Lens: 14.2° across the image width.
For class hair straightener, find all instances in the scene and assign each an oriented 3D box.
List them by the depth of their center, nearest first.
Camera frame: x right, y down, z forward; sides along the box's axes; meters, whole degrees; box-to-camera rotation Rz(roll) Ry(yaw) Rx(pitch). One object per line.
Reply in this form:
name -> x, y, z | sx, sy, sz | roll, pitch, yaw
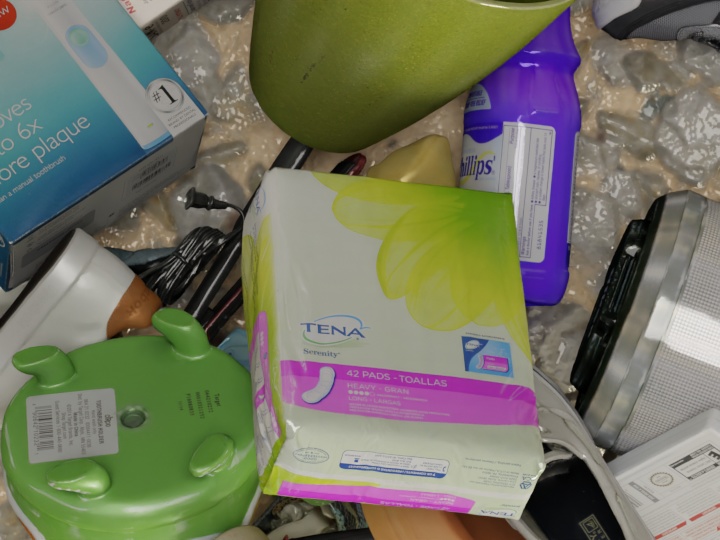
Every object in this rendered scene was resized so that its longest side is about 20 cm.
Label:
hair straightener -> -0.087, -0.017, 1.748 | 0.077, 0.041, 0.200 | 42, 86, -16

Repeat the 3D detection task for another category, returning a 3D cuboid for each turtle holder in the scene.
turtle holder -> -0.110, 0.106, 1.642 | 0.185, 0.132, 0.141 | -29, 51, -24

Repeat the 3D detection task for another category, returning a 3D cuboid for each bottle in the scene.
bottle -> 0.096, -0.079, 1.739 | 0.065, 0.084, 0.200 | 6, 88, -17

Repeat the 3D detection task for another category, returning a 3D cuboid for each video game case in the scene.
video game case -> 0.232, 0.162, 1.679 | 0.200, 0.143, 0.018 | 36, 51, -17

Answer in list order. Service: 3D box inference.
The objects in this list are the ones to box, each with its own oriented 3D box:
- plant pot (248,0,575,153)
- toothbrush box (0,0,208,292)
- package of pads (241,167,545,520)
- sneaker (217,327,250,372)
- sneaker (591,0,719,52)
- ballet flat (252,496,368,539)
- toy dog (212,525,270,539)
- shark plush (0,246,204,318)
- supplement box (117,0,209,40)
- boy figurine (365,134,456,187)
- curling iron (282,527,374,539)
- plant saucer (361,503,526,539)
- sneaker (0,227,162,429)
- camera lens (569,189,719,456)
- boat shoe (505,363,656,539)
plant pot -> 0.015, -0.164, 1.682 | 0.187, 0.200, 0.187 | 16, 49, -20
toothbrush box -> -0.208, -0.114, 1.713 | 0.146, 0.085, 0.200 | -34, 77, -20
package of pads -> 0.013, 0.038, 1.601 | 0.154, 0.068, 0.200 | 7, 48, -13
sneaker -> -0.077, 0.083, 1.750 | 0.200, 0.074, 0.082 | -23, 68, -2
sneaker -> 0.243, -0.133, 1.743 | 0.200, 0.075, 0.114 | -7, 85, -2
ballet flat -> -0.077, 0.201, 1.737 | 0.074, 0.074, 0.200 | 40, 88, 2
toy dog -> -0.014, 0.206, 1.633 | 0.200, 0.132, 0.096 | 15, 122, -31
shark plush -> -0.197, -0.013, 1.753 | 0.200, 0.091, 0.083 | -7, 57, 5
supplement box -> -0.089, -0.244, 1.755 | 0.200, 0.074, 0.126 | -34, 88, -1
boy figurine -> 0.000, 0.000, 1.710 | 0.124, 0.064, 0.200 | 21, 58, 3
curling iron -> -0.050, 0.160, 1.695 | 0.200, 0.026, 0.050 | -5, 70, 4
plant saucer -> 0.089, 0.163, 1.672 | 0.200, 0.200, 0.037 | 40, 112, 2
sneaker -> -0.188, 0.066, 1.710 | 0.085, 0.073, 0.200 | 35, 128, -11
camera lens -> 0.233, 0.054, 1.693 | 0.200, 0.160, 0.160 | 21, 88, 2
boat shoe -> 0.101, 0.114, 1.632 | 0.072, 0.066, 0.200 | -34, 68, 4
